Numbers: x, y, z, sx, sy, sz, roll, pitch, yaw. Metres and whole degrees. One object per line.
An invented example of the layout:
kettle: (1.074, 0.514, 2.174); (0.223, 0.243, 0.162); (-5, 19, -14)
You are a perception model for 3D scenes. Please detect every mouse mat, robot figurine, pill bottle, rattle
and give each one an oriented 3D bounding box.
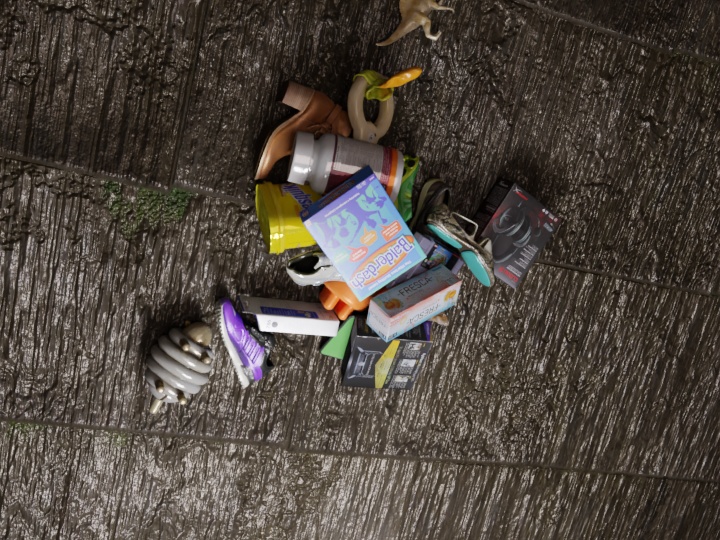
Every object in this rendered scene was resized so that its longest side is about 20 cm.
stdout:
mouse mat: (0.030, 0.158, 1.550); (0.197, 0.008, 0.161); (17, 139, -23)
robot figurine: (-0.001, -0.001, 1.483); (0.143, 0.117, 0.201); (40, 94, 16)
pill bottle: (-0.028, -0.186, 1.344); (0.197, 0.110, 0.111); (11, 104, -11)
rattle: (0.051, -0.271, 1.389); (0.141, 0.130, 0.204); (6, 91, 21)

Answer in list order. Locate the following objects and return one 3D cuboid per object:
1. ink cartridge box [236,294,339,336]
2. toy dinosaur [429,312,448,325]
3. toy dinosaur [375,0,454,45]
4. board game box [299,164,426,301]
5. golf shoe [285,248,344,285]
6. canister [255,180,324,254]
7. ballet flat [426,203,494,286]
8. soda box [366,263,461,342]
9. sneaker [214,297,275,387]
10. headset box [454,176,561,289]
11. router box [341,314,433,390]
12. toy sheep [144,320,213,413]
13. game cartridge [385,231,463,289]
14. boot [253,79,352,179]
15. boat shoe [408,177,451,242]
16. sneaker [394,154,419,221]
ink cartridge box: (-0.148, 0.090, 1.477); (0.197, 0.100, 0.040); (8, 106, -18)
toy dinosaur: (0.087, 0.104, 1.586); (0.197, 0.060, 0.108); (11, 92, -11)
toy dinosaur: (0.112, -0.481, 1.409); (0.100, 0.058, 0.201); (34, 87, -8)
board game box: (0.007, -0.062, 1.320); (0.151, 0.045, 0.201); (-34, 121, 5)
golf shoe: (-0.046, -0.013, 1.388); (0.197, 0.097, 0.080); (-14, 81, 11)
canister: (-0.089, -0.110, 1.407); (0.197, 0.149, 0.087); (-7, 133, -17)
ballet flat: (0.218, -0.059, 1.486); (0.200, 0.068, 0.076); (43, 76, -15)
soda box: (0.107, 0.061, 1.451); (0.198, 0.063, 0.069); (-24, 140, -34)
sneaker: (-0.225, 0.132, 1.486); (0.098, 0.070, 0.203); (-20, 120, -11)
headset box: (0.308, -0.071, 1.576); (0.148, 0.077, 0.201); (32, 94, -23)
router box: (0.050, 0.173, 1.520); (0.155, 0.053, 0.201); (5, 141, -9)
toy sheep: (-0.352, 0.187, 1.427); (0.137, 0.138, 0.201); (37, 85, -23)
game cartridge: (0.134, 0.002, 1.514); (0.130, 0.038, 0.199); (-52, 147, 9)
boot: (-0.109, -0.242, 1.407); (0.154, 0.077, 0.203); (23, 92, -26)
boat shoe: (0.141, -0.087, 1.526); (0.072, 0.065, 0.203); (4, 107, -19)
sneaker: (0.068, -0.145, 1.459); (0.084, 0.073, 0.202); (63, 42, -53)
